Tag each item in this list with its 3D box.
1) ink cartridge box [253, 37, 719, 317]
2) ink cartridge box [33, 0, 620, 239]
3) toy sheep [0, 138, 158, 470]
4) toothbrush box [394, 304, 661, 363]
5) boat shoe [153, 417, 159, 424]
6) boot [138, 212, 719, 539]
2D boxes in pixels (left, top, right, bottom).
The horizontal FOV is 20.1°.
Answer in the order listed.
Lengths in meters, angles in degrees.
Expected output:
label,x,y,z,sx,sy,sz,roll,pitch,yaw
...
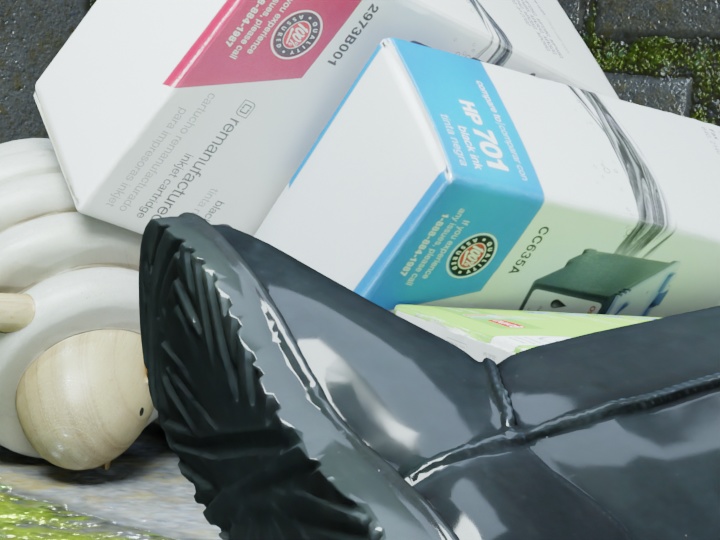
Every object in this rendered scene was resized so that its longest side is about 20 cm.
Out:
label,x,y,z,sx,sy,sz,roll,pitch,yaw
ink cartridge box,0.066,0.002,0.836,0.199,0.147,0.086,11,39,-33
ink cartridge box,-0.011,-0.072,0.852,0.199,0.145,0.085,20,31,-40
toy sheep,-0.140,0.007,0.861,0.137,0.138,0.200,1,43,-30
toothbrush box,0.122,0.063,0.719,0.199,0.087,0.146,2,4,-16
boat shoe,-0.071,0.046,0.935,0.074,0.062,0.200,4,4,-13
boot,0.044,0.040,0.579,0.167,0.077,0.200,-11,36,-27
